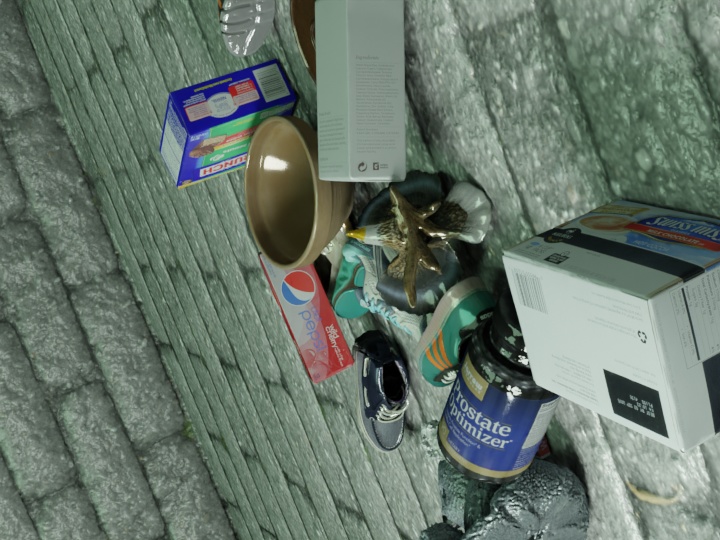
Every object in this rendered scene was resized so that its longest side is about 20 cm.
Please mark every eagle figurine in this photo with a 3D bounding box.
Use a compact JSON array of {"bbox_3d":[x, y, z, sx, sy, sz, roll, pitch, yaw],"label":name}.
[{"bbox_3d":[0.057,-0.039,1.347,0.150,0.153,0.200,32,177,6],"label":"eagle figurine"}]

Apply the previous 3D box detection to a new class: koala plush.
[{"bbox_3d":[0.156,0.263,1.393,0.177,0.184,0.200,32,-169,-31],"label":"koala plush"}]

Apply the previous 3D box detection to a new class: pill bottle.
[{"bbox_3d":[0.156,0.118,1.247,0.112,0.111,0.202,50,139,37],"label":"pill bottle"}]

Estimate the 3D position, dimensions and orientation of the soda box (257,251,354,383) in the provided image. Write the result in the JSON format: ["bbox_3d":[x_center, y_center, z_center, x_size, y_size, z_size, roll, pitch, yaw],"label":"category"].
[{"bbox_3d":[-0.078,0.055,1.700,0.063,0.069,0.202,-169,55,-81],"label":"soda box"}]

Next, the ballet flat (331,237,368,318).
[{"bbox_3d":[0.000,0.000,1.637,0.200,0.066,0.071,114,153,-64],"label":"ballet flat"}]

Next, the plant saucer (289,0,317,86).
[{"bbox_3d":[-0.035,-0.279,1.433,0.201,0.034,0.201,53,157,33],"label":"plant saucer"}]

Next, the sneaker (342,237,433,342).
[{"bbox_3d":[0.042,0.036,1.496,0.078,0.086,0.202,78,167,-69],"label":"sneaker"}]

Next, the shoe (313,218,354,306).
[{"bbox_3d":[-0.039,-0.018,1.709,0.070,0.053,0.201,50,155,36],"label":"shoe"}]

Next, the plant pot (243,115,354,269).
[{"bbox_3d":[-0.072,-0.106,1.595,0.200,0.092,0.204,13,106,55],"label":"plant pot"}]

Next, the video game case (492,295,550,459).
[{"bbox_3d":[0.155,0.120,1.425,0.143,0.017,0.202,8,121,67],"label":"video game case"}]

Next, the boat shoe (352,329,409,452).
[{"bbox_3d":[0.037,0.193,1.722,0.093,0.074,0.202,-135,28,-60],"label":"boat shoe"}]

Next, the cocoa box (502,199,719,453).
[{"bbox_3d":[0.232,0.035,0.964,0.200,0.130,0.135,23,133,62],"label":"cocoa box"}]

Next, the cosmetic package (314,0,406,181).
[{"bbox_3d":[0.000,-0.198,1.293,0.101,0.073,0.203,-169,78,-67],"label":"cosmetic package"}]

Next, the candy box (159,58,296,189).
[{"bbox_3d":[-0.195,-0.208,1.721,0.078,0.168,0.200,65,161,10],"label":"candy box"}]

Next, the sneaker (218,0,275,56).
[{"bbox_3d":[-0.170,-0.397,1.600,0.112,0.077,0.202,49,144,47],"label":"sneaker"}]

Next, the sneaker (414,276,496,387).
[{"bbox_3d":[0.116,0.093,1.365,0.080,0.071,0.201,60,158,26],"label":"sneaker"}]
